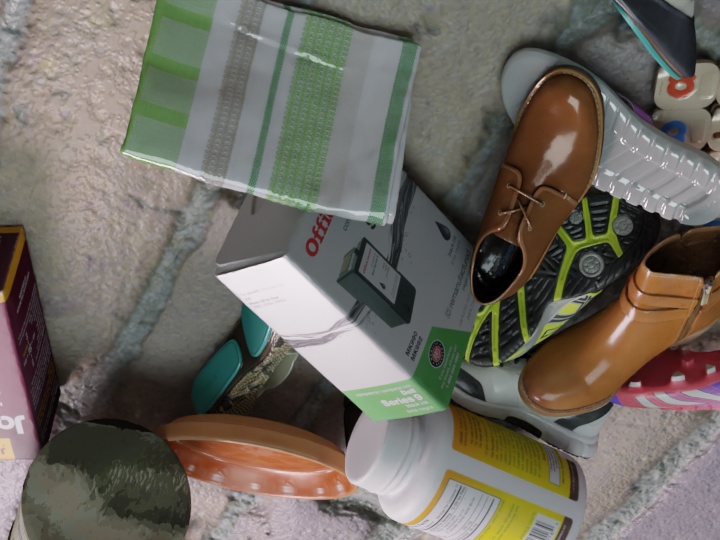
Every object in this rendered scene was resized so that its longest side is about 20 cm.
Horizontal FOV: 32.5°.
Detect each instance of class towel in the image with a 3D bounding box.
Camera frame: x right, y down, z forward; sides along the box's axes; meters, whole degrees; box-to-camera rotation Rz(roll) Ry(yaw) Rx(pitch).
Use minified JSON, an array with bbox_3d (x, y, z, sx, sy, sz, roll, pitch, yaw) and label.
[{"bbox_3d":[-0.058,-0.123,0.875,0.197,0.151,0.031,14,160,-13],"label":"towel"}]

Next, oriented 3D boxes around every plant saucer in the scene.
[{"bbox_3d":[-0.097,0.172,1.143,0.197,0.033,0.201,9,158,4],"label":"plant saucer"}]

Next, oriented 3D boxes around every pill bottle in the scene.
[{"bbox_3d":[0.090,0.180,1.071,0.198,0.110,0.110,25,126,-19],"label":"pill bottle"}]

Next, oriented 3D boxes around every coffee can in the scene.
[{"bbox_3d":[-0.242,0.235,1.123,0.144,0.148,0.200,15,152,-13],"label":"coffee can"}]

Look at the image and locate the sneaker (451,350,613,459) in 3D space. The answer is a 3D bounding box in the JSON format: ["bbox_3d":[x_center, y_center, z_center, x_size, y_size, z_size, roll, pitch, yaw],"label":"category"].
[{"bbox_3d":[0.143,0.097,1.115,0.198,0.074,0.081,22,106,-19],"label":"sneaker"}]

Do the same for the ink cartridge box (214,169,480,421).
[{"bbox_3d":[0.000,0.000,0.962,0.083,0.147,0.200,-13,134,42],"label":"ink cartridge box"}]

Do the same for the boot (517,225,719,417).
[{"bbox_3d":[0.219,0.036,1.001,0.198,0.074,0.155,-29,158,-11],"label":"boot"}]

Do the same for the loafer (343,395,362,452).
[{"bbox_3d":[0.065,0.179,1.159,0.198,0.072,0.073,25,155,-13],"label":"loafer"}]

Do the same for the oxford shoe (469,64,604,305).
[{"bbox_3d":[0.130,-0.056,0.928,0.071,0.071,0.202,24,123,14],"label":"oxford shoe"}]

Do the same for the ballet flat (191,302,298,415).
[{"bbox_3d":[-0.084,0.066,1.090,0.074,0.068,0.201,3,140,-31],"label":"ballet flat"}]

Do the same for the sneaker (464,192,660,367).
[{"bbox_3d":[0.164,0.004,1.037,0.199,0.076,0.076,-37,166,13],"label":"sneaker"}]

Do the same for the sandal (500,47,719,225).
[{"bbox_3d":[0.193,-0.103,0.947,0.202,0.050,0.083,35,132,-5],"label":"sandal"}]

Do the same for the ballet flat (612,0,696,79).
[{"bbox_3d":[0.186,-0.211,0.850,0.199,0.074,0.073,37,121,-24],"label":"ballet flat"}]

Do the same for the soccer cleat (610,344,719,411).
[{"bbox_3d":[0.310,0.102,1.099,0.197,0.067,0.077,-11,120,-6],"label":"soccer cleat"}]

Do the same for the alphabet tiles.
[{"bbox_3d":[0.319,-0.114,0.964,0.193,0.015,0.202,-3,130,-1],"label":"alphabet tiles"}]

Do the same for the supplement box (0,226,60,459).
[{"bbox_3d":[-0.334,0.066,1.065,0.109,0.086,0.202,-1,130,0],"label":"supplement box"}]
